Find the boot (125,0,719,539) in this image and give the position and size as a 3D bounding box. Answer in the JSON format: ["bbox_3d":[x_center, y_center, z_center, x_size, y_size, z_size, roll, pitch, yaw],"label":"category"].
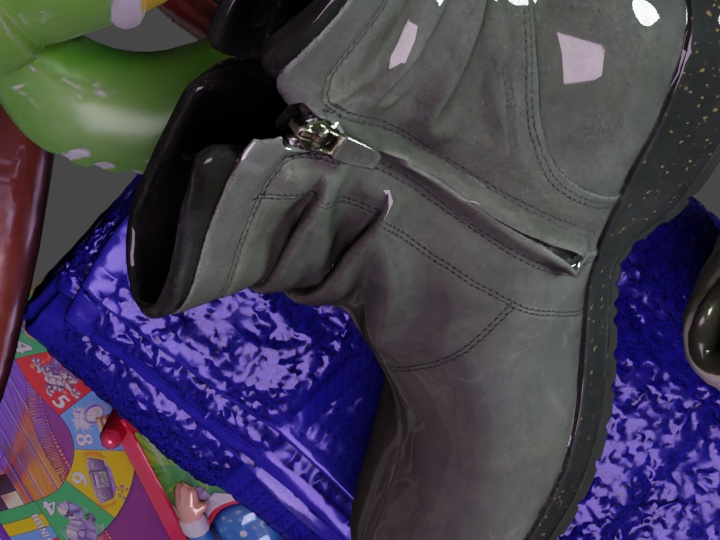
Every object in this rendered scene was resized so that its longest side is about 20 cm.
[{"bbox_3d":[0.000,0.000,0.658,0.130,0.068,0.201,-1,126,-33],"label":"boot"}]

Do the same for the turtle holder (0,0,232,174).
[{"bbox_3d":[-0.063,-0.110,0.634,0.131,0.141,0.187,-21,81,6],"label":"turtle holder"}]

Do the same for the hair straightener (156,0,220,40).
[{"bbox_3d":[-0.040,-0.103,0.725,0.200,0.041,0.077,36,88,14],"label":"hair straightener"}]

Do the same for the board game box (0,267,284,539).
[{"bbox_3d":[-0.023,0.077,0.819,0.199,0.039,0.159,23,119,-1],"label":"board game box"}]

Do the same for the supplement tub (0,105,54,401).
[{"bbox_3d":[-0.183,-0.025,0.746,0.199,0.107,0.108,10,114,-12],"label":"supplement tub"}]

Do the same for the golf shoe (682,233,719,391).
[{"bbox_3d":[0.165,-0.016,0.687,0.199,0.097,0.079,-32,84,25],"label":"golf shoe"}]

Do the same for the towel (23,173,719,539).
[{"bbox_3d":[0.029,0.024,0.766,0.200,0.050,0.148,41,93,-12],"label":"towel"}]
